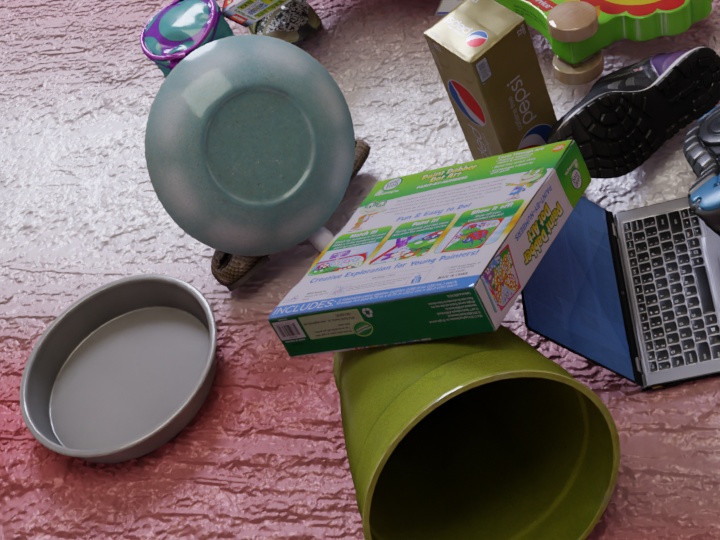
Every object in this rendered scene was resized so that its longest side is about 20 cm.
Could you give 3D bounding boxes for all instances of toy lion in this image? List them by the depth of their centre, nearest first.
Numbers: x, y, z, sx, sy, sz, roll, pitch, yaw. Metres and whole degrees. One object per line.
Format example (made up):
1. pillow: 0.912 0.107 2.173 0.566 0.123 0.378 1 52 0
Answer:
1. toy lion: 0.229 -0.269 1.355 0.191 0.069 0.200 -32 44 -17

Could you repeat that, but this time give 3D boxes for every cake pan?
1. cake pan: -0.218 0.093 1.312 0.198 0.037 0.202 -12 49 14

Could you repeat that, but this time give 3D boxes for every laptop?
1. laptop: 0.233 -0.014 1.152 0.198 0.116 0.189 -13 49 13

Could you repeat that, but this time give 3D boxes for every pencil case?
1. pencil case: -0.140 -0.173 1.387 0.084 0.201 0.093 -9 51 16

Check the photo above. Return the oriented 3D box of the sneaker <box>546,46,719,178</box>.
1. sneaker: 0.232 -0.140 1.278 0.199 0.077 0.087 -27 22 -27

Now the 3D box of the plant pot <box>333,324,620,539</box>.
1. plant pot: 0.067 0.111 1.085 0.199 0.201 0.193 -29 35 -2

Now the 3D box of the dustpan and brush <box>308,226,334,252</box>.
1. dustpan and brush: 0.000 0.000 1.293 0.139 0.057 0.200 -37 54 -11

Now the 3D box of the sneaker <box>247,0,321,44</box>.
1. sneaker: -0.115 -0.315 1.572 0.077 0.089 0.200 -35 48 -8

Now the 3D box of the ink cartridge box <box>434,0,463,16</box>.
1. ink cartridge box: 0.198 -0.321 1.474 0.195 0.047 0.202 6 58 26

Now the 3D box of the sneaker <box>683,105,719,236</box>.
1. sneaker: 0.317 -0.078 1.187 0.073 0.082 0.201 -28 23 34

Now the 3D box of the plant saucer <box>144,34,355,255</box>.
1. plant saucer: -0.095 -0.113 1.291 0.200 0.202 0.039 -38 14 -10

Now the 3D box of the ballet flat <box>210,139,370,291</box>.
1. ballet flat: -0.069 -0.062 1.358 0.200 0.046 0.067 -44 12 -12

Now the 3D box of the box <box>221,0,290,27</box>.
1. box: -0.087 -0.367 1.494 0.110 0.034 0.202 -14 60 57

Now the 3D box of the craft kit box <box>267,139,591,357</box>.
1. craft kit box: 0.054 -0.017 1.097 0.198 0.049 0.198 -9 33 39

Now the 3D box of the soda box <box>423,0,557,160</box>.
1. soda box: 0.125 -0.142 1.246 0.064 0.201 0.068 -39 47 -11
